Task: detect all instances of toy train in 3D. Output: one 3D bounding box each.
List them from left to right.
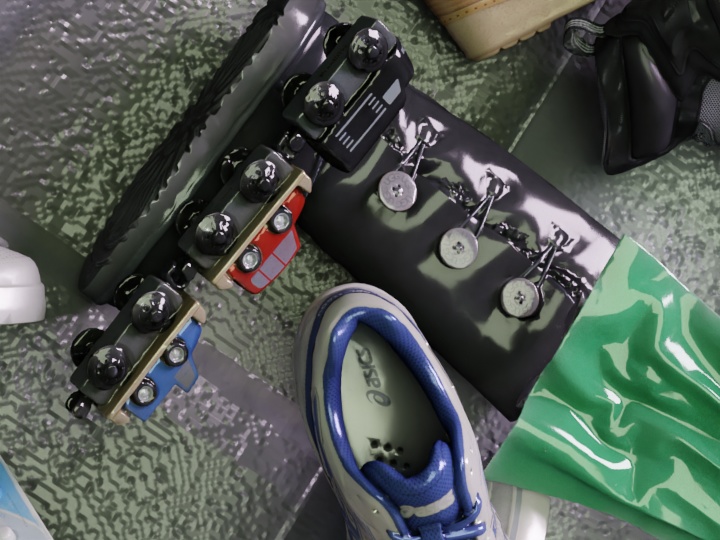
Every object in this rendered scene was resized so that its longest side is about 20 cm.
[{"bbox_3d":[-0.047,-0.016,0.767,0.046,0.034,0.200,42,84,-29],"label":"toy train"}]

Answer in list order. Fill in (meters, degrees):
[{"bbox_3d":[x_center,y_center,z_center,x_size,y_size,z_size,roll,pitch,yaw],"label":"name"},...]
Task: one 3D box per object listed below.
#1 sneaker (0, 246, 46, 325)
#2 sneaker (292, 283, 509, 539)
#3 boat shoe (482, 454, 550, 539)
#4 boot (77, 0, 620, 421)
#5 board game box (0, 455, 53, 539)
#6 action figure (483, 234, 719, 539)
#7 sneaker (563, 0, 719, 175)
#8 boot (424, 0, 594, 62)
[{"bbox_3d":[-0.220,-0.040,0.766,0.198,0.074,0.117,8,88,-13],"label":"sneaker"},{"bbox_3d":[0.022,0.102,0.754,0.075,0.088,0.201,-25,88,-4],"label":"sneaker"},{"bbox_3d":[0.016,0.163,0.823,0.068,0.072,0.201,27,90,-14],"label":"boat shoe"},{"bbox_3d":[0.001,-0.001,0.833,0.200,0.066,0.165,39,85,-17],"label":"boot"},{"bbox_3d":[-0.192,0.168,0.714,0.199,0.200,0.026,-31,138,-14],"label":"board game box"},{"bbox_3d":[0.164,0.086,0.807,0.199,0.055,0.119,32,100,0],"label":"action figure"},{"bbox_3d":[0.171,-0.072,0.872,0.200,0.113,0.076,45,33,-39],"label":"sneaker"},{"bbox_3d":[0.093,-0.206,0.858,0.199,0.072,0.168,-26,95,-11],"label":"boot"}]
